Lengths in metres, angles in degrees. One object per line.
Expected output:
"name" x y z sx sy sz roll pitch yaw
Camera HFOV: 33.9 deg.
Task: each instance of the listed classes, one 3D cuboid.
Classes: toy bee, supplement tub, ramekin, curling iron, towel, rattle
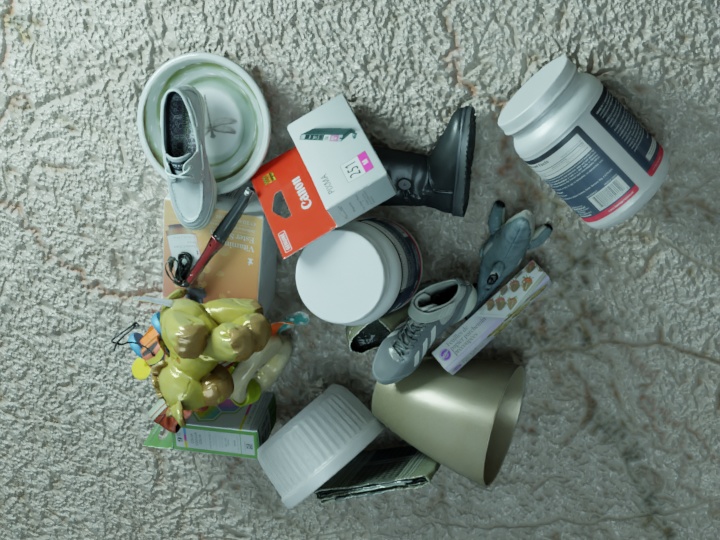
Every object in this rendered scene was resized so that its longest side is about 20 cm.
"toy bee" -0.306 0.128 1.798 0.131 0.200 0.109 -39 89 32
"supplement tub" 0.291 -0.165 1.540 0.200 0.141 0.140 43 119 -12
"ramekin" -0.068 0.266 1.835 0.200 0.200 0.105 -42 86 29
"supplement tub" 0.000 0.000 1.640 0.139 0.200 0.141 2 95 16
"curling iron" -0.211 -0.046 1.665 0.050 0.026 0.200 39 119 -12
"towel" 0.040 0.315 1.836 0.191 0.200 0.035 -11 95 18
"rattle" -0.172 0.102 1.825 0.143 0.130 0.201 53 145 30

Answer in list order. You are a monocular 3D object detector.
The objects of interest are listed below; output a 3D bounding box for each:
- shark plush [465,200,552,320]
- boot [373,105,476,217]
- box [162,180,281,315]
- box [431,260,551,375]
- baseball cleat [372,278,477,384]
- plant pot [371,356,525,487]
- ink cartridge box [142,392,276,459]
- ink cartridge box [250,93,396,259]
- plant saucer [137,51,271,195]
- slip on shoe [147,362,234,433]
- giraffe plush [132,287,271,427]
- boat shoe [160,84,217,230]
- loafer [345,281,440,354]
"shark plush" 0.188 -0.012 1.682 0.091 0.083 0.200 35 120 -8
"boot" 0.055 -0.162 1.647 0.199 0.066 0.166 11 119 12
"box" -0.206 -0.028 1.752 0.151 0.106 0.201 10 120 7
"box" 0.190 0.069 1.700 0.200 0.041 0.039 -43 69 2
"baseball cleat" 0.076 0.080 1.684 0.200 0.106 0.070 -47 60 10
"plant pot" 0.125 0.204 1.780 0.199 0.187 0.188 17 122 19
"ink cartridge box" -0.245 0.243 1.913 0.199 0.104 0.060 4 119 11
"ink cartridge box" -0.062 -0.130 1.583 0.173 0.200 0.044 -30 134 3
"plant saucer" -0.216 -0.209 1.672 0.199 0.050 0.202 3 105 13
"slip on shoe" -0.247 0.182 1.806 0.061 0.074 0.200 44 120 -6
"giraffe plush" -0.232 0.130 1.671 0.199 0.173 0.163 12 108 14
"boat shoe" -0.245 -0.154 1.621 0.070 0.071 0.202 -3 96 15
"loafer" 0.064 0.082 1.771 0.199 0.070 0.075 -25 111 24
